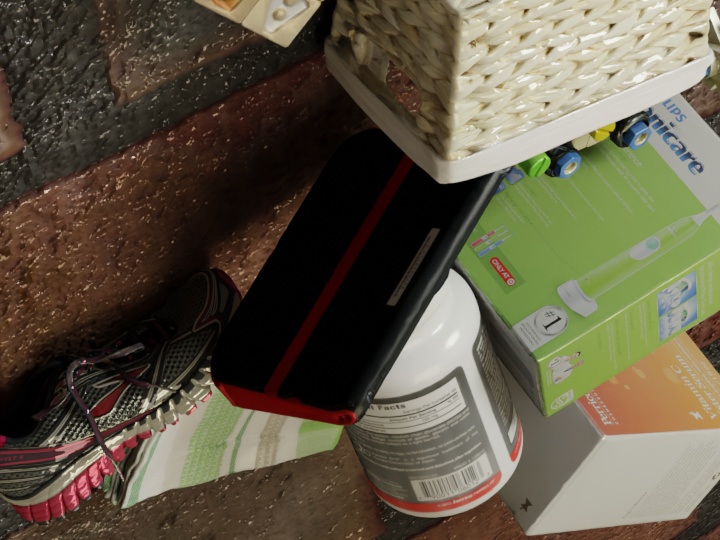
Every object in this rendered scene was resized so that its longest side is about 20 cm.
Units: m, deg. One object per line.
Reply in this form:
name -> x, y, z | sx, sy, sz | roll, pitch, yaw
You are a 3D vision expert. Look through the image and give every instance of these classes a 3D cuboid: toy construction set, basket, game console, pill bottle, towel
toy construction set -> 0.154, -0.122, 1.617 | 0.199, 0.092, 0.131 | -10, 142, -21
basket -> 0.095, -0.160, 1.445 | 0.200, 0.136, 0.124 | -22, 138, -25
game console -> 0.000, 0.000, 1.498 | 0.031, 0.177, 0.200 | 39, 73, -30
pill bottle -> 0.034, 0.064, 1.685 | 0.116, 0.116, 0.200 | -31, 134, -10
towel -> -0.073, 0.093, 1.726 | 0.200, 0.031, 0.149 | -11, 142, -38

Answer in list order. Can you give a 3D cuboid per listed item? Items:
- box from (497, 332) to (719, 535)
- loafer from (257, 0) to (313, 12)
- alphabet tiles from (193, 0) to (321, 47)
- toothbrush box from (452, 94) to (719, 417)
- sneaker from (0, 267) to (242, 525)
box -> 0.174, 0.103, 1.876 | 0.200, 0.152, 0.106 | 0, 134, -47
loafer -> 0.001, -0.212, 1.355 | 0.200, 0.070, 0.070 | -35, 132, -1
alphabet tiles -> -0.065, -0.213, 1.269 | 0.200, 0.008, 0.167 | 23, 117, -36
toothbrush box -> 0.165, -0.019, 1.705 | 0.200, 0.146, 0.086 | -32, 149, -9
sneaker -> -0.155, 0.071, 1.569 | 0.200, 0.081, 0.075 | -43, 120, -5
